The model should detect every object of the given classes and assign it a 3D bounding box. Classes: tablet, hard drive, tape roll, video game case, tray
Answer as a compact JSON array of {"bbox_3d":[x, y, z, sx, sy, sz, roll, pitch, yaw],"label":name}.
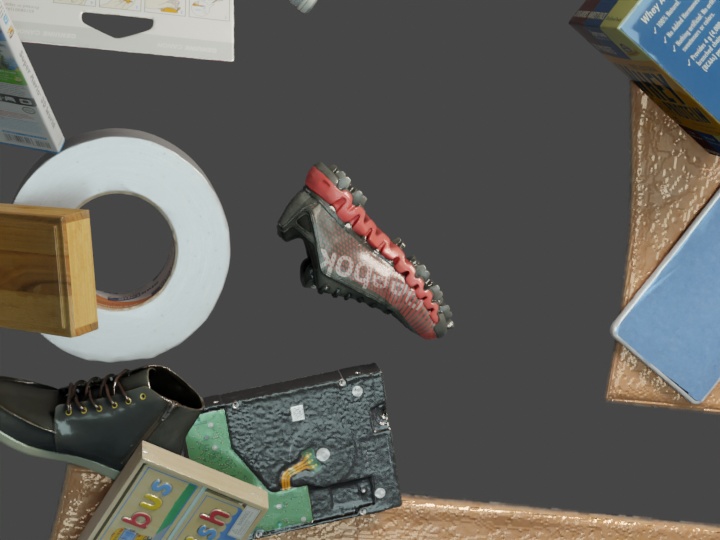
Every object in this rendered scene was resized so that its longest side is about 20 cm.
[{"bbox_3d":[0.351,0.020,1.404,0.130,0.014,0.201,38,92,-15],"label":"tablet"},{"bbox_3d":[-0.067,0.175,1.344,0.197,0.038,0.142,-12,103,-9],"label":"hard drive"},{"bbox_3d":[-0.216,-0.023,1.261,0.197,0.066,0.203,-2,101,-10],"label":"tape roll"},{"bbox_3d":[-0.330,-0.170,1.137,0.141,0.201,0.018,11,61,13],"label":"video game case"},{"bbox_3d":[-0.310,-0.005,1.197,0.198,0.037,0.100,5,104,32],"label":"tray"}]

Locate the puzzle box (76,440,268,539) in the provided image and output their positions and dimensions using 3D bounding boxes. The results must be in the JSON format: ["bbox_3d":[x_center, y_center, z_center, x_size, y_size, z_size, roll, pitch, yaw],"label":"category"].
[{"bbox_3d":[-0.189,0.255,1.301,0.132,0.026,0.201,25,116,-21],"label":"puzzle box"}]

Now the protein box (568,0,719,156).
[{"bbox_3d":[0.340,-0.235,1.287,0.199,0.135,0.199,38,93,-15],"label":"protein box"}]

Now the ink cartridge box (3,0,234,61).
[{"bbox_3d":[-0.201,-0.248,1.184,0.197,0.044,0.176,4,67,-12],"label":"ink cartridge box"}]

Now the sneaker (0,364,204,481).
[{"bbox_3d":[-0.243,0.115,1.264,0.198,0.075,0.107,22,117,-19],"label":"sneaker"}]

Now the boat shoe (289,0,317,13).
[{"bbox_3d":[-0.035,-0.327,1.233,0.064,0.074,0.205,15,94,-7],"label":"boat shoe"}]

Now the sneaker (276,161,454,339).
[{"bbox_3d":[0.000,0.000,1.304,0.098,0.071,0.201,-43,103,0],"label":"sneaker"}]
